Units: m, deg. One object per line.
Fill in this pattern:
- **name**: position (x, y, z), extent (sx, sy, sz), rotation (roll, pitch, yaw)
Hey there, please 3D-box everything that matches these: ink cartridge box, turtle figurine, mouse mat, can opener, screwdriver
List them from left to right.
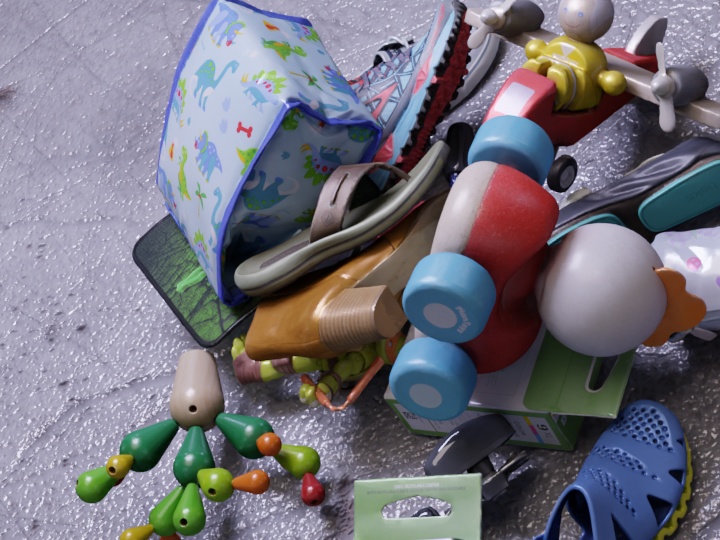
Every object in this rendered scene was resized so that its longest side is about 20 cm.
- **mouse mat**: position (-0.093, -0.040, 1.591), extent (0.200, 0.008, 0.161), rotation (-41, 47, -3)
- **turtle figurine**: position (-0.014, 0.059, 1.534), extent (0.161, 0.064, 0.200), rotation (-2, 38, 34)
- **ink cartridge box**: position (0.030, 0.240, 1.308), extent (0.104, 0.059, 0.200), rotation (-7, 73, 25)
- **can opener**: position (0.038, 0.183, 1.397), extent (0.200, 0.053, 0.067), rotation (-35, 80, 3)
- **screwdriver**: position (0.084, -0.050, 1.582), extent (0.029, 0.028, 0.200), rotation (-42, 33, 38)
- **ink cartridge box**: position (0.128, 0.077, 1.433), extent (0.200, 0.059, 0.104), rotation (2, 56, 33)

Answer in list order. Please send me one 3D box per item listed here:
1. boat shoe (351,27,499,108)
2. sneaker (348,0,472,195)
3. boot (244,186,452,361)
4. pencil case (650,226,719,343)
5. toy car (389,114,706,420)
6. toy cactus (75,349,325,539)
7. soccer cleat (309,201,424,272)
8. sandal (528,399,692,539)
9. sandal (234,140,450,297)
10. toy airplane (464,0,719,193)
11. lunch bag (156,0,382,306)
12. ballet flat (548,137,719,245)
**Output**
- **boat shoe**: position (0.037, -0.170, 1.678), extent (0.201, 0.072, 0.070), rotation (-40, 45, -2)
- **sneaker**: position (0.023, -0.150, 1.604), extent (0.095, 0.079, 0.200), rotation (30, 101, 14)
- **boot**: position (0.000, 0.001, 1.484), extent (0.144, 0.071, 0.201), rotation (-8, 28, 39)
- **pencil case**: position (0.309, 0.001, 1.362), extent (0.200, 0.083, 0.091), rotation (-10, 27, 24)
- **toy car**: position (0.146, 0.019, 1.346), extent (0.200, 0.177, 0.184), rotation (19, 49, 9)
- **toy cactus**: position (-0.127, 0.144, 1.511), extent (0.200, 0.102, 0.165), rotation (-13, 53, 14)
- **soccer cleat**: position (-0.012, -0.016, 1.591), extent (0.200, 0.077, 0.067), rotation (-3, 27, 26)
- **sandal**: position (0.171, 0.173, 1.312), extent (0.079, 0.087, 0.200), rotation (7, 58, 38)
- **sandal**: position (-0.018, -0.047, 1.456), extent (0.201, 0.057, 0.080), rotation (-30, 10, 8)
- **toy airplane**: position (0.189, -0.168, 1.500), extent (0.200, 0.141, 0.199), rotation (-2, 37, -1)
- **lunch bag**: position (-0.091, -0.095, 1.545), extent (0.200, 0.127, 0.170), rotation (-57, 41, 24)
- **ballet flat**: position (0.210, -0.047, 1.480), extent (0.200, 0.073, 0.073), rotation (-29, 45, 9)
